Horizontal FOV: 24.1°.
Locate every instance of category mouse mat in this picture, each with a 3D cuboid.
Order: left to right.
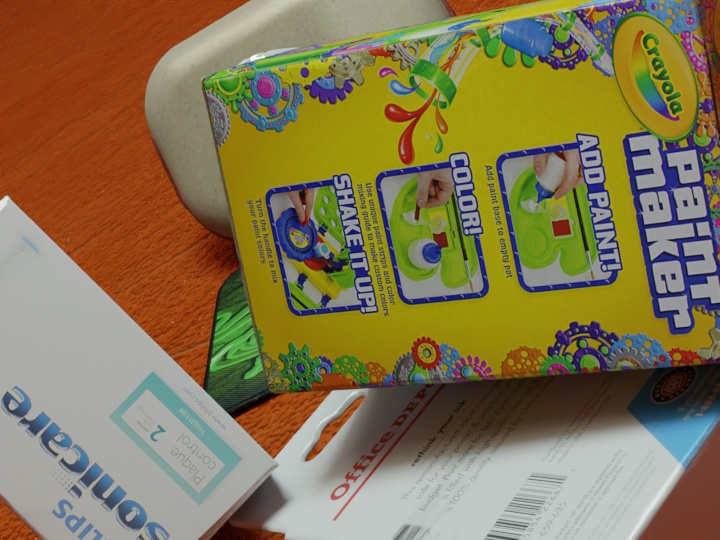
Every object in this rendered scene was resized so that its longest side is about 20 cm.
[{"bbox_3d":[0.000,0.000,0.918,0.199,0.008,0.161,-29,25,14],"label":"mouse mat"}]

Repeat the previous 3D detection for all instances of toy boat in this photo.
[{"bbox_3d":[-0.025,-0.105,1.039,0.199,0.131,0.131,-27,-4,15],"label":"toy boat"}]

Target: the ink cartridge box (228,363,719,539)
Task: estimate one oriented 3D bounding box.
[{"bbox_3d":[0.056,0.085,0.616,0.199,0.067,0.116,-1,40,51],"label":"ink cartridge box"}]

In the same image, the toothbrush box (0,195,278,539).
[{"bbox_3d":[-0.125,0.060,0.710,0.085,0.146,0.200,-46,3,-11],"label":"toothbrush box"}]

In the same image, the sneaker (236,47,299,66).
[{"bbox_3d":[0.030,-0.052,0.894,0.198,0.131,0.079,-5,-20,-31],"label":"sneaker"}]

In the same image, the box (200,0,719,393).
[{"bbox_3d":[0.082,-0.044,0.642,0.191,0.123,0.200,-7,9,33],"label":"box"}]
